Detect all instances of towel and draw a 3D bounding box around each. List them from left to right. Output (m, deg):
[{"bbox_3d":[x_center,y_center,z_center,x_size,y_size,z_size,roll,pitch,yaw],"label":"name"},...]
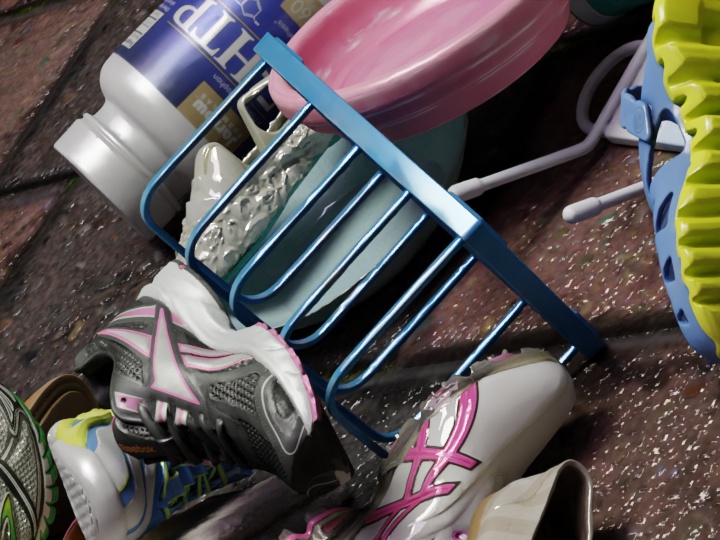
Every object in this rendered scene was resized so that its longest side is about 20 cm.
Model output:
[{"bbox_3d":[-0.103,0.156,1.477,0.132,0.035,0.200,-24,4,35],"label":"towel"}]

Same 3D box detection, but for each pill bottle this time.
[{"bbox_3d":[-0.102,-0.121,1.873,0.200,0.120,0.120,-46,26,-4],"label":"pill bottle"}]

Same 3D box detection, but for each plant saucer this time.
[{"bbox_3d":[-0.006,-0.028,1.694,0.201,0.039,0.201,-33,27,20],"label":"plant saucer"},{"bbox_3d":[0.044,-0.136,1.630,0.200,0.051,0.201,-27,23,12],"label":"plant saucer"}]

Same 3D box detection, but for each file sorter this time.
[{"bbox_3d":[0.000,0.000,1.472,0.123,0.139,0.200,-48,48,1],"label":"file sorter"}]

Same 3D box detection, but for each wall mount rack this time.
[{"bbox_3d":[0.144,-0.088,1.535,0.174,0.074,0.200,-59,28,-11],"label":"wall mount rack"}]

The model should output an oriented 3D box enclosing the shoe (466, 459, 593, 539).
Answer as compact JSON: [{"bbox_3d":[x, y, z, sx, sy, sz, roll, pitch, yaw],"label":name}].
[{"bbox_3d":[0.071,0.161,1.274,0.053,0.070,0.200,-35,25,32],"label":"shoe"}]

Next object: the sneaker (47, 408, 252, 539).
[{"bbox_3d":[-0.106,0.096,1.503,0.105,0.076,0.200,-22,5,-4],"label":"sneaker"}]

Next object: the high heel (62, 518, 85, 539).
[{"bbox_3d":[-0.167,0.163,1.573,0.067,0.096,0.200,-30,30,25],"label":"high heel"}]

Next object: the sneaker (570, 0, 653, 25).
[{"bbox_3d":[0.195,-0.242,1.674,0.121,0.084,0.201,-15,46,52],"label":"sneaker"}]

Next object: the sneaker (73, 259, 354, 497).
[{"bbox_3d":[-0.077,0.071,1.407,0.086,0.081,0.200,-36,29,-13],"label":"sneaker"}]

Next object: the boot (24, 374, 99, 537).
[{"bbox_3d":[-0.248,0.152,1.718,0.154,0.074,0.201,-8,46,42],"label":"boot"}]

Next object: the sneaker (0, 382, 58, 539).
[{"bbox_3d":[-0.218,0.150,1.594,0.078,0.085,0.201,-6,64,10],"label":"sneaker"}]

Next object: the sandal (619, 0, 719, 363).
[{"bbox_3d":[0.172,-0.042,1.399,0.087,0.079,0.201,127,146,-56],"label":"sandal"}]

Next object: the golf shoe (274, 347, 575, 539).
[{"bbox_3d":[0.040,0.126,1.389,0.200,0.073,0.092,-44,55,-6],"label":"golf shoe"}]

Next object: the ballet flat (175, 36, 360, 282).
[{"bbox_3d":[-0.060,-0.070,1.716,0.200,0.072,0.072,-50,27,-13],"label":"ballet flat"}]
